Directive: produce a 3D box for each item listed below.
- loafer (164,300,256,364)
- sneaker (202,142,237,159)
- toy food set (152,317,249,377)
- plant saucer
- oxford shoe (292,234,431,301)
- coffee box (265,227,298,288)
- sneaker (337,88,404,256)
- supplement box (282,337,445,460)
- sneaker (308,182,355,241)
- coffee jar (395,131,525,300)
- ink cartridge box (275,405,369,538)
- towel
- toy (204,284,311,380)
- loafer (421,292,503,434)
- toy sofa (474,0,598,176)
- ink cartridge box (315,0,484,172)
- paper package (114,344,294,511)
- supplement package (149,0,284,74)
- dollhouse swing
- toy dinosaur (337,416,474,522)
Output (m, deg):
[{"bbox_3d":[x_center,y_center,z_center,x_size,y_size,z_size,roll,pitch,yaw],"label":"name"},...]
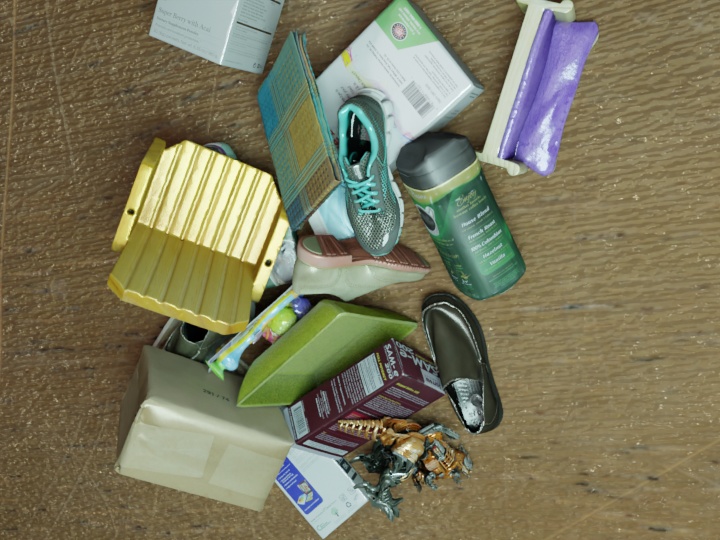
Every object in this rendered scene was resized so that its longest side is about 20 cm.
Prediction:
[{"bbox_3d":[-0.227,0.079,0.991,0.200,0.069,0.076,-38,57,35],"label":"loafer"},{"bbox_3d":[-0.278,-0.111,1.002,0.200,0.140,0.078,-43,84,20],"label":"sneaker"},{"bbox_3d":[-0.247,0.182,1.084,0.200,0.060,0.144,39,110,9],"label":"toy food set"},{"bbox_3d":[-0.047,0.105,0.940,0.200,0.199,0.048,-41,64,21],"label":"plant saucer"},{"bbox_3d":[0.000,0.000,0.916,0.071,0.198,0.074,55,132,50],"label":"oxford shoe"},{"bbox_3d":[-0.186,-0.024,1.006,0.198,0.044,0.124,-11,96,3],"label":"coffee box"},{"bbox_3d":[0.002,-0.113,0.841,0.077,0.091,0.202,-5,101,19],"label":"sneaker"},{"bbox_3d":[0.004,0.180,0.963,0.199,0.109,0.061,-35,51,21],"label":"supplement box"},{"bbox_3d":[-0.043,-0.105,0.966,0.081,0.074,0.201,-27,93,4],"label":"sneaker"},{"bbox_3d":[0.120,-0.069,0.853,0.085,0.104,0.201,-32,113,-6],"label":"coffee jar"},{"bbox_3d":[-0.083,0.287,1.049,0.099,0.039,0.200,-42,86,15],"label":"ink cartridge box"},{"bbox_3d":[-0.078,-0.168,0.874,0.147,0.022,0.202,-38,64,56],"label":"towel"},{"bbox_3d":[-0.114,0.075,0.937,0.199,0.115,0.047,-38,85,-18],"label":"toy"},{"bbox_3d":[0.135,0.125,0.931,0.072,0.071,0.202,-24,91,21],"label":"loafer"},{"bbox_3d":[0.209,-0.215,0.842,0.097,0.083,0.202,20,105,17],"label":"toy sofa"},{"bbox_3d":[0.033,-0.220,0.903,0.200,0.084,0.145,-40,85,21],"label":"ink cartridge box"},{"bbox_3d":[-0.207,0.200,0.923,0.199,0.191,0.104,23,98,-22],"label":"paper package"},{"bbox_3d":[-0.175,-0.382,0.931,0.120,0.120,0.202,24,106,15],"label":"supplement package"},{"bbox_3d":[-0.194,-0.048,0.873,0.198,0.176,0.183,21,99,-14],"label":"dollhouse swing"},{"bbox_3d":[0.056,0.244,0.956,0.199,0.102,0.136,37,112,-2],"label":"toy dinosaur"}]
